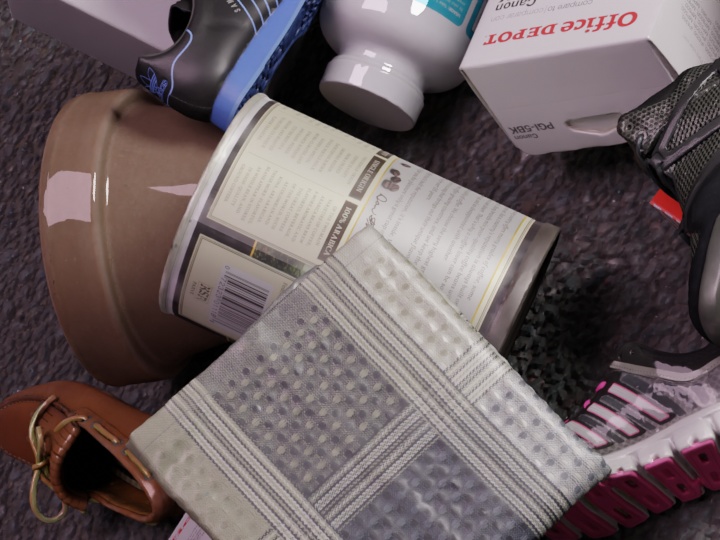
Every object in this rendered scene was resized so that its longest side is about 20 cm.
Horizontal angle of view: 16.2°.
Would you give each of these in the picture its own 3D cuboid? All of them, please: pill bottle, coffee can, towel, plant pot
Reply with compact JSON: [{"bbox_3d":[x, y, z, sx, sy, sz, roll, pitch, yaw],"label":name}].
[{"bbox_3d":[0.042,-0.197,1.699,0.111,0.111,0.201,9,69,44],"label":"pill bottle"},{"bbox_3d":[0.000,0.000,1.512,0.199,0.146,0.147,25,79,6],"label":"coffee can"},{"bbox_3d":[0.003,0.100,1.389,0.192,0.035,0.200,-41,79,-12],"label":"towel"},{"bbox_3d":[-0.094,-0.027,1.676,0.174,0.200,0.201,-5,59,17],"label":"plant pot"}]

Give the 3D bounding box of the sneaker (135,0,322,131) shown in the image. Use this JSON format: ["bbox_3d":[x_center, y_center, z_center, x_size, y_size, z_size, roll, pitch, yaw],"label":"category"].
[{"bbox_3d":[-0.074,-0.175,1.655,0.200,0.078,0.070,-59,-6,-40],"label":"sneaker"}]

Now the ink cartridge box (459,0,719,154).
[{"bbox_3d":[0.166,-0.180,1.571,0.146,0.083,0.200,-6,48,38],"label":"ink cartridge box"}]

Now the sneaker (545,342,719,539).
[{"bbox_3d":[0.152,0.090,1.445,0.199,0.074,0.088,-22,51,24],"label":"sneaker"}]

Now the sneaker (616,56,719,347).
[{"bbox_3d":[0.196,-0.039,1.419,0.114,0.076,0.200,-12,53,39],"label":"sneaker"}]

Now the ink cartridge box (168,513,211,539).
[{"bbox_3d":[-0.051,0.168,1.501,0.146,0.084,0.200,-57,11,-4],"label":"ink cartridge box"}]

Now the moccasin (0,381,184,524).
[{"bbox_3d":[-0.183,0.127,1.698,0.201,0.074,0.078,21,37,41],"label":"moccasin"}]

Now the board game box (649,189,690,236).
[{"bbox_3d":[0.282,-0.076,1.454,0.200,0.046,0.151,-52,42,1],"label":"board game box"}]

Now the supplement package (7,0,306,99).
[{"bbox_3d":[-0.136,-0.201,1.777,0.120,0.199,0.121,-64,-1,-11],"label":"supplement package"}]
